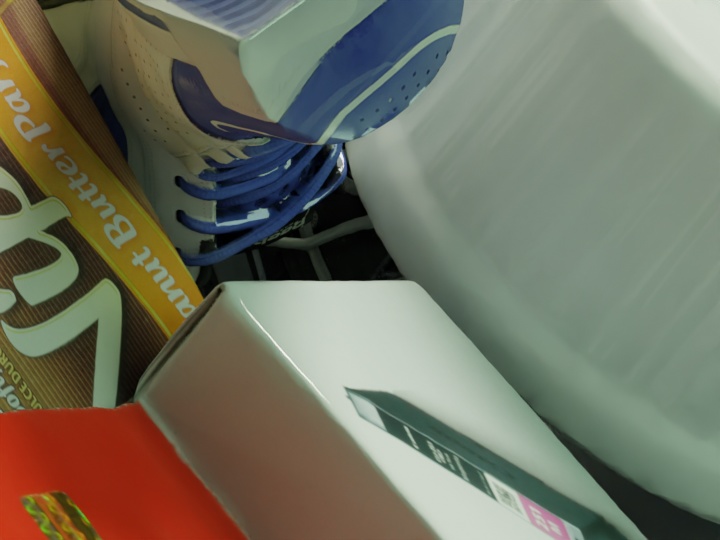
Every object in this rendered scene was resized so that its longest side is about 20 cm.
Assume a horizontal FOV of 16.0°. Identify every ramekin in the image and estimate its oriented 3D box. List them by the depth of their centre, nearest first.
[{"bbox_3d":[0.104,-0.031,0.709,0.200,0.098,0.201,27,31,-18],"label":"ramekin"}]

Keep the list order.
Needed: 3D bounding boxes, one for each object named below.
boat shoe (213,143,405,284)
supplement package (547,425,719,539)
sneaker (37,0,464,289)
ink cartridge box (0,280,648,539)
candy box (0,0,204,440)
[{"bbox_3d":[-0.001,0.000,0.728,0.073,0.068,0.200,18,55,-54],"label":"boat shoe"},{"bbox_3d":[0.089,0.127,0.737,0.117,0.117,0.200,52,32,-18],"label":"supplement package"},{"bbox_3d":[-0.028,-0.050,0.639,0.080,0.199,0.116,-34,118,-18],"label":"sneaker"},{"bbox_3d":[0.020,0.085,0.543,0.200,0.044,0.173,49,21,20],"label":"ink cartridge box"},{"bbox_3d":[-0.112,-0.026,0.578,0.201,0.055,0.115,62,30,-10],"label":"candy box"}]
